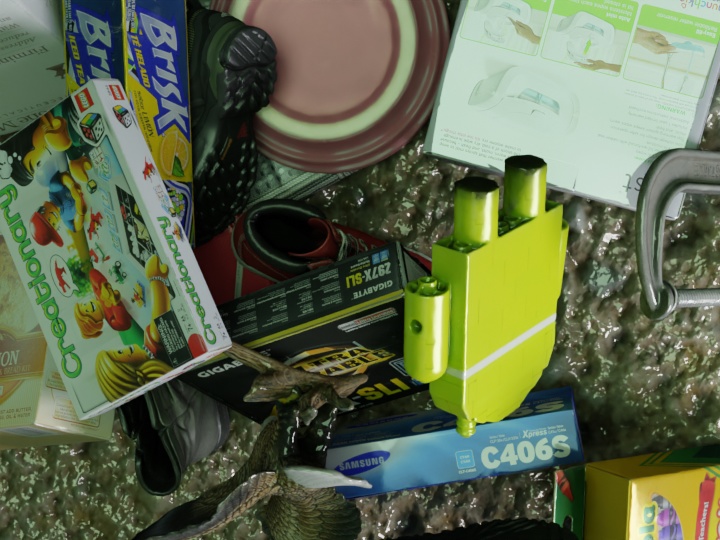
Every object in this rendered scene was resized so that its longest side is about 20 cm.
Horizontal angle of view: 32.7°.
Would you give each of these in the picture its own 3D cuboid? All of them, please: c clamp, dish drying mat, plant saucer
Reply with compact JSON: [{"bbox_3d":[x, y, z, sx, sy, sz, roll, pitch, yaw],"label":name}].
[{"bbox_3d":[0.262,-0.004,0.902,0.027,0.199,0.173,12,94,50],"label":"c clamp"},{"bbox_3d":[-0.144,-0.045,1.002,0.077,0.018,0.201,-38,96,14],"label":"dish drying mat"},{"bbox_3d":[-0.029,-0.177,0.962,0.198,0.051,0.203,1,95,6],"label":"plant saucer"}]

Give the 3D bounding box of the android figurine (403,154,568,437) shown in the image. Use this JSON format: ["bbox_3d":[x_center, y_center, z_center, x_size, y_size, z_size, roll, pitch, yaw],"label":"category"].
[{"bbox_3d":[0.095,0.024,0.876,0.041,0.181,0.202,19,122,35],"label":"android figurine"}]

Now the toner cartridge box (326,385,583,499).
[{"bbox_3d":[0.075,0.136,0.973,0.198,0.095,0.044,-11,93,9],"label":"toner cartridge box"}]

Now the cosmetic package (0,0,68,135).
[{"bbox_3d":[-0.298,-0.219,0.930,0.166,0.200,0.168,-13,73,12],"label":"cosmetic package"}]

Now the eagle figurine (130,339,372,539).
[{"bbox_3d":[-0.067,0.156,0.899,0.151,0.151,0.201,31,111,15],"label":"eagle figurine"}]

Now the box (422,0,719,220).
[{"bbox_3d":[0.166,-0.148,0.934,0.198,0.097,0.178,15,97,7],"label":"box"}]

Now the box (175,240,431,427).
[{"bbox_3d":[-0.021,0.058,0.933,0.198,0.160,0.050,-19,61,21],"label":"box"}]

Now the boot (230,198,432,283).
[{"bbox_3d":[0.000,0.000,0.935,0.198,0.144,0.073,19,83,-10],"label":"boot"}]

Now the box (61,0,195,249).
[{"bbox_3d":[-0.168,-0.113,0.890,0.069,0.064,0.203,6,101,37],"label":"box"}]

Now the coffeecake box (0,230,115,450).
[{"bbox_3d":[-0.255,0.032,0.962,0.152,0.073,0.202,-11,67,41],"label":"coffeecake box"}]

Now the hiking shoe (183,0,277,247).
[{"bbox_3d":[-0.129,-0.111,0.949,0.100,0.075,0.202,39,120,31],"label":"hiking shoe"}]

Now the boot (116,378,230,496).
[{"bbox_3d":[-0.164,0.071,0.987,0.067,0.131,0.202,-19,91,12],"label":"boot"}]

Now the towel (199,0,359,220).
[{"bbox_3d":[-0.094,-0.148,1.007,0.191,0.035,0.202,-25,90,10],"label":"towel"}]

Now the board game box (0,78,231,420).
[{"bbox_3d":[-0.180,-0.013,0.848,0.126,0.035,0.202,-28,83,28],"label":"board game box"}]

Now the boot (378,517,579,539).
[{"bbox_3d":[0.086,0.268,0.875,0.196,0.073,0.164,-12,108,28],"label":"boot"}]

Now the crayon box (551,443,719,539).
[{"bbox_3d":[0.226,0.204,0.915,0.198,0.051,0.129,-2,97,-35],"label":"crayon box"}]
